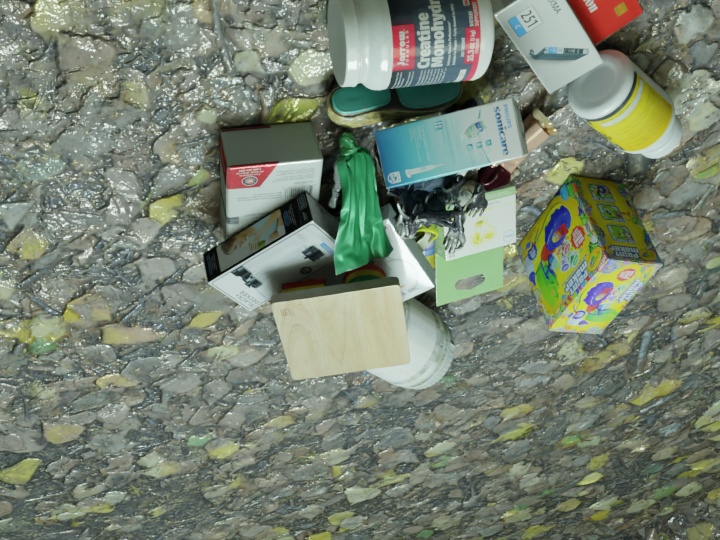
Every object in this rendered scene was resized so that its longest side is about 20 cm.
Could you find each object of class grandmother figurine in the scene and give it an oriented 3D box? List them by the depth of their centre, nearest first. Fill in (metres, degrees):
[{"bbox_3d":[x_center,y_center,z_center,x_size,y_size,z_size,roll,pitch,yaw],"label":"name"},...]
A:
[{"bbox_3d":[0.226,-0.168,1.585,0.200,0.061,0.121,-44,147,11],"label":"grandmother figurine"}]

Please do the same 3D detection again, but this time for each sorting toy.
[{"bbox_3d":[-0.029,0.076,1.572,0.196,0.070,0.201,-8,138,2],"label":"sorting toy"}]

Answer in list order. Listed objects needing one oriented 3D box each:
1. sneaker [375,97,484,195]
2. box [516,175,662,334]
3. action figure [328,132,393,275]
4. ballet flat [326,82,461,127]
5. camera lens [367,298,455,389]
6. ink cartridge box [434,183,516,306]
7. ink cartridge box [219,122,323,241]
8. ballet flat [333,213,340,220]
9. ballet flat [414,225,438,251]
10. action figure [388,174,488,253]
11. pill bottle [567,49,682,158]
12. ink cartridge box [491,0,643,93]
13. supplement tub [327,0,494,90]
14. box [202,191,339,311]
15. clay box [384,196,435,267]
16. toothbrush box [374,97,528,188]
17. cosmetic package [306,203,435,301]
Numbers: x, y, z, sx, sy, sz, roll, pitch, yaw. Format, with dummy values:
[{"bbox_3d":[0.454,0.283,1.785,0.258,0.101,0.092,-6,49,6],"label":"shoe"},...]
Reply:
[{"bbox_3d":[0.105,-0.187,1.538,0.145,0.077,0.203,-1,142,-23],"label":"sneaker"},{"bbox_3d":[0.400,-0.026,1.757,0.121,0.194,0.201,5,138,-25],"label":"box"},{"bbox_3d":[-0.009,-0.107,1.470,0.118,0.054,0.202,-26,121,-39],"label":"action figure"},{"bbox_3d":[0.047,-0.248,1.445,0.198,0.071,0.071,-11,143,-9],"label":"ballet flat"},{"bbox_3d":[0.063,0.124,1.850,0.159,0.161,0.199,-34,140,23],"label":"camera lens"},{"bbox_3d":[0.195,-0.040,1.692,0.144,0.048,0.202,-14,113,-22],"label":"ink cartridge box"},{"bbox_3d":[-0.141,-0.122,1.523,0.143,0.084,0.201,-7,142,-13],"label":"ink cartridge box"},{"bbox_3d":[-0.098,-0.050,1.658,0.198,0.071,0.071,-18,143,4],"label":"ballet flat"},{"bbox_3d":[0.061,-0.029,1.654,0.066,0.068,0.200,18,133,-37],"label":"ballet flat"},{"bbox_3d":[0.112,-0.080,1.474,0.199,0.118,0.103,-25,135,-52],"label":"action figure"},{"bbox_3d":[0.418,-0.250,1.542,0.112,0.113,0.199,-38,137,27],"label":"pill bottle"},{"bbox_3d":[0.300,-0.364,1.411,0.175,0.045,0.200,-30,141,20],"label":"ink cartridge box"},{"bbox_3d":[0.065,-0.314,1.308,0.198,0.141,0.141,-8,143,-11],"label":"supplement tub"},{"bbox_3d":[-0.130,-0.026,1.532,0.199,0.061,0.117,-28,143,17],"label":"box"},{"bbox_3d":[0.117,-0.063,1.725,0.198,0.048,0.115,10,136,-29],"label":"clay box"},{"bbox_3d":[0.134,-0.182,1.422,0.198,0.086,0.146,-11,-175,14],"label":"toothbrush box"},{"bbox_3d":[0.000,0.000,1.607,0.199,0.052,0.151,-26,117,21],"label":"cosmetic package"}]
